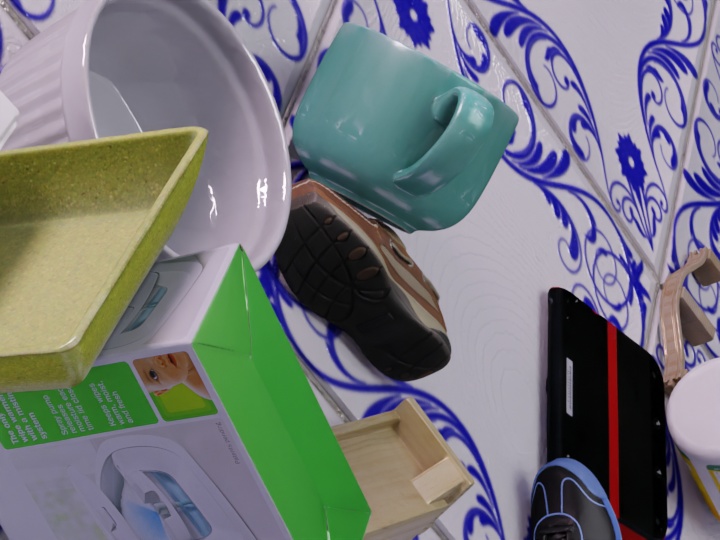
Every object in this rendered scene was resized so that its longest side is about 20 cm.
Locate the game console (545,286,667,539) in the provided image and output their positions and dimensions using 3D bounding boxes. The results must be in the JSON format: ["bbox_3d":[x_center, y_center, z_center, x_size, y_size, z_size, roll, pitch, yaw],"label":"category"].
[{"bbox_3d":[0.213,0.134,1.844,0.177,0.031,0.201,34,47,-40],"label":"game console"}]

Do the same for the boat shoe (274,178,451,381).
[{"bbox_3d":[0.000,0.000,1.547,0.200,0.075,0.074,52,29,-39],"label":"boat shoe"}]

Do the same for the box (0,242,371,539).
[{"bbox_3d":[-0.116,0.102,1.180,0.097,0.176,0.200,-68,141,-52],"label":"box"}]

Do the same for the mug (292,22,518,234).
[{"bbox_3d":[0.024,-0.098,1.536,0.115,0.152,0.185,-62,169,0],"label":"mug"}]

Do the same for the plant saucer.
[{"bbox_3d":[-0.192,0.005,1.132,0.200,0.199,0.048,-64,141,-48],"label":"plant saucer"}]

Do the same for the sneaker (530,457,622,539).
[{"bbox_3d":[0.169,0.248,1.672,0.078,0.070,0.201,7,69,-61],"label":"sneaker"}]

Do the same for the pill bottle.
[{"bbox_3d":[0.364,0.178,1.955,0.200,0.112,0.113,56,33,-44],"label":"pill bottle"}]

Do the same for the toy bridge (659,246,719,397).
[{"bbox_3d":[0.318,0.044,2.046,0.067,0.027,0.200,51,37,-25],"label":"toy bridge"}]

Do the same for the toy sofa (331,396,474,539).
[{"bbox_3d":[-0.019,0.157,1.436,0.083,0.098,0.200,52,28,17],"label":"toy sofa"}]

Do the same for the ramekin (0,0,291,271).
[{"bbox_3d":[-0.143,-0.075,1.325,0.200,0.105,0.201,31,50,-45],"label":"ramekin"}]

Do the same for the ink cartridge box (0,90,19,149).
[{"bbox_3d":[-0.295,-0.102,1.109,0.200,0.084,0.145,50,37,-21],"label":"ink cartridge box"}]
